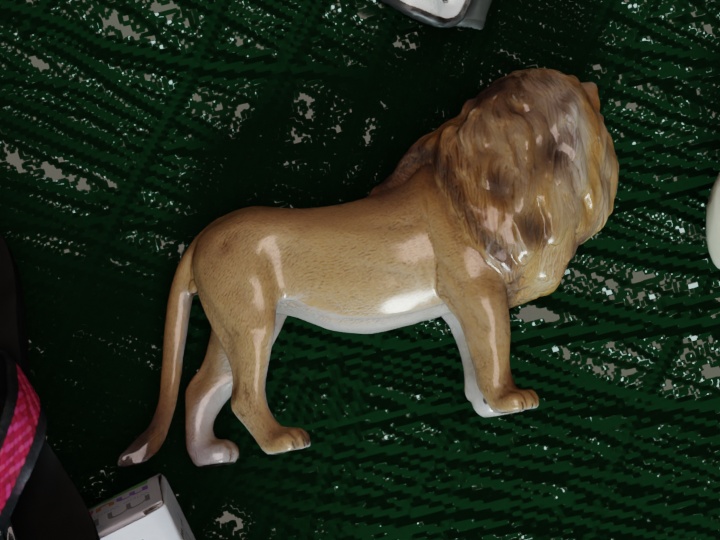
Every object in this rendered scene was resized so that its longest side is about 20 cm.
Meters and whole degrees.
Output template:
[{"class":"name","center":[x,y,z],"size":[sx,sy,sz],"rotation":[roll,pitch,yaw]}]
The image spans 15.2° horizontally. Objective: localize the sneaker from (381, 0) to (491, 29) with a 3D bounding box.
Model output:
[{"class":"sneaker","center":[0.062,-0.150,0.990],"size":[0.200,0.076,0.115],"rotation":[-7,102,4]}]

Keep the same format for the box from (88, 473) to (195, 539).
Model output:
[{"class":"box","center":[-0.122,0.197,0.967],"size":[0.200,0.097,0.177],"rotation":[-27,94,-3]}]

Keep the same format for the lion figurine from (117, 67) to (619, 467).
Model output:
[{"class":"lion figurine","center":[0.000,0.000,0.984],"size":[0.200,0.072,0.123],"rotation":[-11,86,0]}]

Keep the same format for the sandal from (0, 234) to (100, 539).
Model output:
[{"class":"sandal","center":[-0.139,0.056,0.929],"size":[0.075,0.045,0.200],"rotation":[-18,54,-1]}]

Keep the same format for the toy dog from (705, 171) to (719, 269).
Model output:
[{"class":"toy dog","center":[0.234,0.025,0.971],"size":[0.194,0.140,0.200],"rotation":[-11,95,-2]}]
